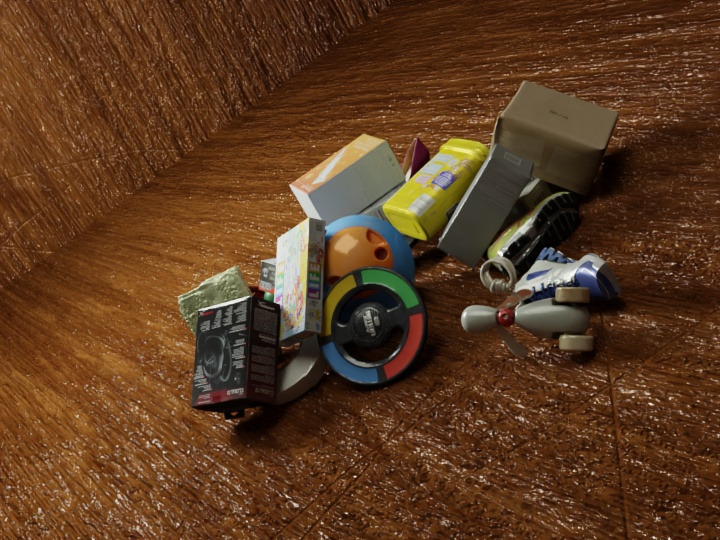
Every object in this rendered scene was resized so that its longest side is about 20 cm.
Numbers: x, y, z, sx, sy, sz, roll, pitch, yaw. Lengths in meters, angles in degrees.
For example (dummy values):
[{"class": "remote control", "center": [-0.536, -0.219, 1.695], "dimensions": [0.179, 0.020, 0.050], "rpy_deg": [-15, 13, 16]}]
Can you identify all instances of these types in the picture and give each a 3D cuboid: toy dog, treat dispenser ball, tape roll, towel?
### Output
[{"class": "toy dog", "center": [0.261, 0.069, 1.396], "dimensions": [0.199, 0.096, 0.133], "rpy_deg": [22, 93, 27]}, {"class": "treat dispenser ball", "center": [0.000, 0.000, 1.707], "dimensions": [0.200, 0.202, 0.201], "rpy_deg": [-25, 24, 12]}, {"class": "tape roll", "center": [-0.142, 0.149, 1.710], "dimensions": [0.202, 0.037, 0.204], "rpy_deg": [-19, 46, 21]}, {"class": "towel", "center": [-0.253, 0.108, 1.817], "dimensions": [0.148, 0.201, 0.036], "rpy_deg": [-30, -3, 2]}]

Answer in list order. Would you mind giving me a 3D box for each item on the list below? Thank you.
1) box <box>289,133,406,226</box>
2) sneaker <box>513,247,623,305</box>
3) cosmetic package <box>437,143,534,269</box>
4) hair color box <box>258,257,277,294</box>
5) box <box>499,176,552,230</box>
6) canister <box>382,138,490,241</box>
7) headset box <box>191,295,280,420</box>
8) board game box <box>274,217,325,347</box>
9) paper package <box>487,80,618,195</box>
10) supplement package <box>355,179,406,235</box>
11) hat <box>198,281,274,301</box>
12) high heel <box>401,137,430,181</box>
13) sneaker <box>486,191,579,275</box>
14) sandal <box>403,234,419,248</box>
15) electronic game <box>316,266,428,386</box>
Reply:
[{"class": "box", "center": [-0.027, -0.184, 1.949], "dimensions": [0.199, 0.098, 0.124], "rpy_deg": [-36, 24, -10]}, {"class": "sneaker", "center": [0.306, 0.033, 1.456], "dimensions": [0.115, 0.081, 0.199], "rpy_deg": [-41, 19, -13]}, {"class": "cosmetic package", "center": [0.223, -0.115, 1.683], "dimensions": [0.201, 0.090, 0.107], "rpy_deg": [-63, -2, 25]}, {"class": "hair color box", "center": [-0.095, 0.007, 1.837], "dimensions": [0.101, 0.062, 0.199], "rpy_deg": [16, 16, 35]}, {"class": "box", "center": [0.268, -0.126, 1.803], "dimensions": [0.199, 0.069, 0.082], "rpy_deg": [-1, 38, 47]}, {"class": "canister", "center": [0.153, -0.155, 1.811], "dimensions": [0.200, 0.087, 0.148], "rpy_deg": [-43, 28, -13]}, {"class": "headset box", "center": [-0.219, 0.159, 1.651], "dimensions": [0.148, 0.077, 0.202], "rpy_deg": [-16, 66, 39]}, {"class": "board game box", "center": [-0.109, 0.023, 1.651], "dimensions": [0.134, 0.034, 0.202], "rpy_deg": [-28, 56, 57]}, {"class": "paper package", "center": [0.362, -0.253, 1.760], "dimensions": [0.199, 0.104, 0.191], "rpy_deg": [22, 38, 12]}, {"class": "supplement package", "center": [0.033, -0.097, 1.969], "dimensions": [0.199, 0.110, 0.114], "rpy_deg": [-29, 24, 5]}, {"class": "hat", "center": [-0.166, 0.030, 1.868], "dimensions": [0.165, 0.177, 0.200], "rpy_deg": [0, 38, 52]}, {"class": "high heel", "center": [0.090, -0.211, 2.139], "dimensions": [0.200, 0.096, 0.067], "rpy_deg": [-41, 26, -21]}, {"class": "sneaker", "center": [0.299, -0.075, 1.660], "dimensions": [0.200, 0.078, 0.090], "rpy_deg": [-37, 23, -13]}, {"class": "sandal", "center": [0.045, 0.007, 1.851], "dimensions": [0.200, 0.045, 0.075], "rpy_deg": [-47, 19, -1]}, {"class": "electronic game", "center": [0.018, 0.092, 1.567], "dimensions": [0.199, 0.201, 0.042], "rpy_deg": [-22, -17, 18]}]
